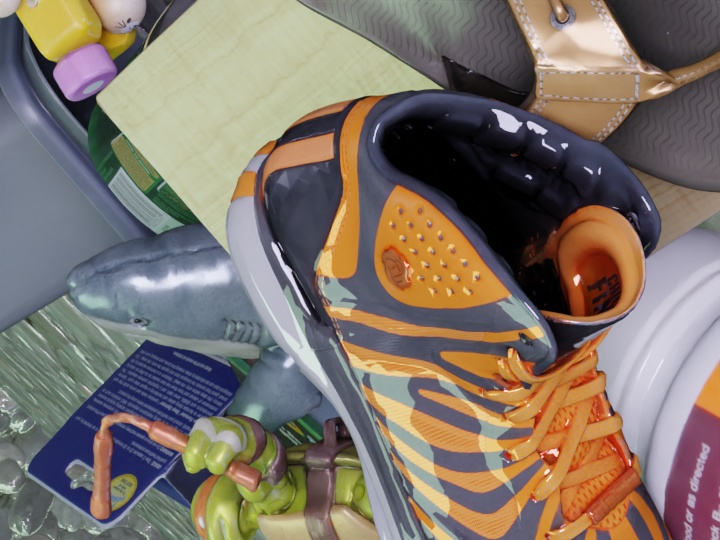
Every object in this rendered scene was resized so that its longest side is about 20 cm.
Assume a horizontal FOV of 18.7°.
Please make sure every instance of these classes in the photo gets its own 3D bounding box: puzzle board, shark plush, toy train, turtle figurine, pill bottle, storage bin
[{"bbox_3d":[0.021,-0.049,0.684,0.151,0.017,0.200,49,132,-6],"label":"puzzle board"},{"bbox_3d":[0.000,0.000,0.772,0.199,0.091,0.083,-7,148,24],"label":"shark plush"},{"bbox_3d":[-0.128,-0.150,0.840,0.150,0.056,0.200,52,-164,-17],"label":"toy train"},{"bbox_3d":[0.003,0.093,0.797,0.161,0.065,0.200,0,145,24],"label":"turtle figurine"},{"bbox_3d":[0.158,0.067,0.654,0.200,0.114,0.114,31,161,42],"label":"pill bottle"},{"bbox_3d":[-0.162,-0.047,1.031,0.146,0.134,0.200,50,-167,-26],"label":"storage bin"}]

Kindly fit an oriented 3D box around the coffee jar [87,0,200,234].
[{"bbox_3d":[-0.042,-0.072,0.839,0.085,0.104,0.200,46,165,-6],"label":"coffee jar"}]

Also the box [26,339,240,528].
[{"bbox_3d":[-0.064,0.044,1.032,0.032,0.200,0.121,51,165,-25],"label":"box"}]

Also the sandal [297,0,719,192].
[{"bbox_3d":[0.045,-0.070,0.599,0.199,0.055,0.082,26,130,22],"label":"sandal"}]

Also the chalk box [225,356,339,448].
[{"bbox_3d":[0.034,0.046,0.914,0.125,0.124,0.200,40,167,21],"label":"chalk box"}]

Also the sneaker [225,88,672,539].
[{"bbox_3d":[0.048,0.038,0.598,0.200,0.078,0.112,52,147,-12],"label":"sneaker"}]
